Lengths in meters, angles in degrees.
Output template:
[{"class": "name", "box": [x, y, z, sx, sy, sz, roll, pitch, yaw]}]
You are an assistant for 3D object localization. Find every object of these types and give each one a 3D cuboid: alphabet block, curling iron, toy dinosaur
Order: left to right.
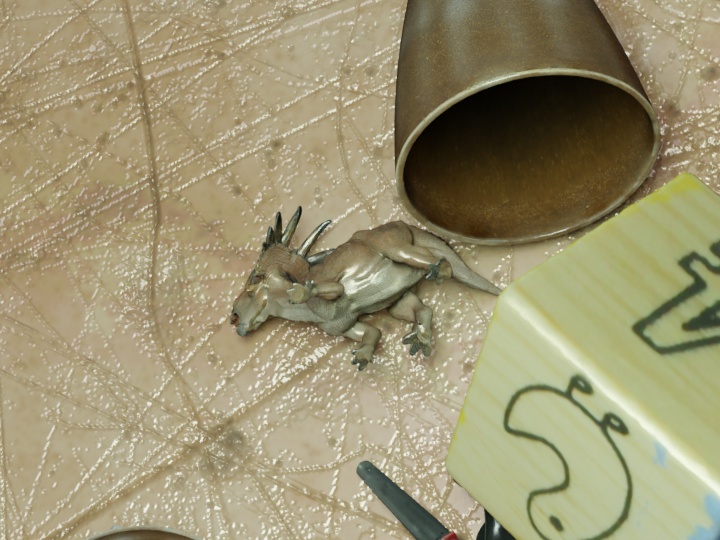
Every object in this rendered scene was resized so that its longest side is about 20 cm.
[{"class": "toy dinosaur", "box": [0.000, 0.000, 1.644, 0.199, 0.086, 0.136, -14, 31, -6]}, {"class": "curling iron", "box": [0.059, 0.198, 1.568, 0.026, 0.049, 0.200, -55, 53, 18]}, {"class": "alphabet block", "box": [0.202, 0.094, 1.457, 0.196, 0.196, 0.200, -30, 60, -35]}]

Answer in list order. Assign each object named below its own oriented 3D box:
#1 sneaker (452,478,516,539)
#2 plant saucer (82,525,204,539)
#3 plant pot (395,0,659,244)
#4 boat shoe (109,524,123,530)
[{"class": "sneaker", "box": [0.129, 0.207, 1.542, 0.078, 0.070, 0.201, -26, 60, 9]}, {"class": "plant saucer", "box": [-0.154, 0.280, 1.569, 0.199, 0.034, 0.202, 2, 81, -15]}, {"class": "plant pot", "box": [0.102, -0.155, 1.616, 0.186, 0.187, 0.201, -17, 54, 9]}, {"class": "boat shoe", "box": [-0.190, 0.285, 1.609, 0.069, 0.071, 0.201, 23, 74, -6]}]
